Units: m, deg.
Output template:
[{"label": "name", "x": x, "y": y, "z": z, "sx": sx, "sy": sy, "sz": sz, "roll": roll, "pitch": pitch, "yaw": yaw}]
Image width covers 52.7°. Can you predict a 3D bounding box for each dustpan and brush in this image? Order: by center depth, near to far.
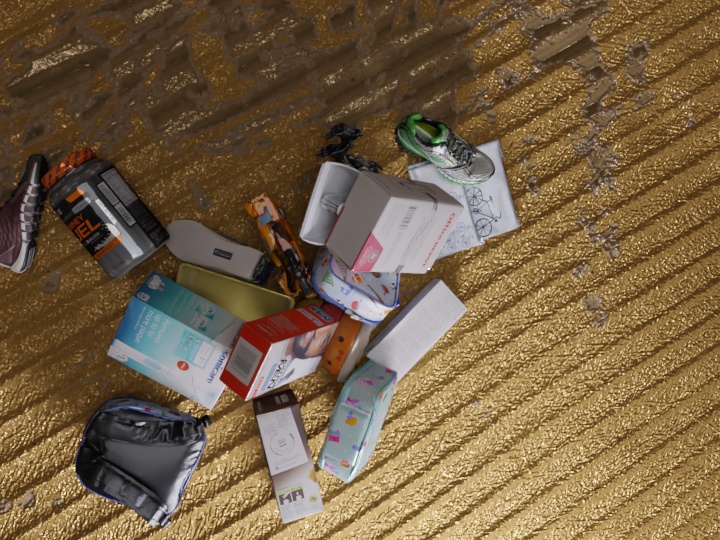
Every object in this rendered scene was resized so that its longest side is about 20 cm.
[{"label": "dustpan and brush", "x": -0.002, "y": -0.104, "z": 1.234, "sx": 0.200, "sy": 0.057, "sz": 0.140, "roll": -3, "pitch": 116, "yaw": -54}]

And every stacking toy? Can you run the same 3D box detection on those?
[{"label": "stacking toy", "x": -0.081, "y": 0.100, "z": 1.318, "sx": 0.199, "sy": 0.146, "sz": 0.147, "roll": 26, "pitch": 88, "yaw": 4}]

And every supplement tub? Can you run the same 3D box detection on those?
[{"label": "supplement tub", "x": -0.424, "y": -0.096, "z": 1.206, "sx": 0.122, "sy": 0.123, "sz": 0.200, "roll": -39, "pitch": 101, "yaw": -7}]

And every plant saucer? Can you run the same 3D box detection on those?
[{"label": "plant saucer", "x": -0.227, "y": 0.084, "z": 1.261, "sx": 0.199, "sy": 0.049, "sz": 0.201, "roll": 18, "pitch": 122, "yaw": -4}]

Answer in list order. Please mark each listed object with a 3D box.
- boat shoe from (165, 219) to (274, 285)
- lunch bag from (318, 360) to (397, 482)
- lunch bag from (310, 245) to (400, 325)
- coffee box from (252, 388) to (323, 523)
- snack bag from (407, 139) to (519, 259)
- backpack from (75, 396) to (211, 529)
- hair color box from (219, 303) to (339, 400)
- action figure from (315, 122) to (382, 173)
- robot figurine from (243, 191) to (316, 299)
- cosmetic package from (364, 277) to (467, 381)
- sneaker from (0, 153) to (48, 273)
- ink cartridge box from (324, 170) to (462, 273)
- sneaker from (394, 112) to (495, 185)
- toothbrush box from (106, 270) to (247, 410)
[{"label": "boat shoe", "x": -0.246, "y": -0.025, "z": 1.284, "sx": 0.199, "sy": 0.093, "sz": 0.075, "roll": 24, "pitch": 82, "yaw": 16}, {"label": "lunch bag", "x": -0.003, "y": 0.269, "z": 1.307, "sx": 0.077, "sy": 0.160, "sz": 0.201, "roll": 22, "pitch": 108, "yaw": 12}, {"label": "lunch bag", "x": 0.000, "y": 0.000, "z": 1.282, "sx": 0.160, "sy": 0.200, "sz": 0.076, "roll": 32, "pitch": 128, "yaw": -17}, {"label": "coffee box", "x": -0.132, "y": 0.331, "z": 1.313, "sx": 0.079, "sy": 0.114, "sz": 0.201, "roll": -14, "pitch": 98, "yaw": -11}, {"label": "snack bag", "x": 0.204, "y": -0.137, "z": 1.402, "sx": 0.199, "sy": 0.021, "sz": 0.189, "roll": -18, "pitch": 98, "yaw": -11}, {"label": "backpack", "x": -0.379, "y": 0.304, "z": 1.235, "sx": 0.190, "sy": 0.154, "sz": 0.201, "roll": 25, "pitch": 82, "yaw": -22}, {"label": "hair color box", "x": -0.127, "y": 0.128, "z": 1.180, "sx": 0.064, "sy": 0.200, "sz": 0.111, "roll": 34, "pitch": 111, "yaw": 20}, {"label": "action figure", "x": -0.013, "y": -0.165, "z": 1.304, "sx": 0.102, "sy": 0.119, "sz": 0.200, "roll": -7, "pitch": 139, "yaw": 23}, {"label": "robot figurine", "x": -0.135, "y": -0.037, "z": 1.276, "sx": 0.058, "sy": 0.145, "sz": 0.201, "roll": -25, "pitch": 92, "yaw": 1}, {"label": "cosmetic package", "x": 0.103, "y": 0.114, "z": 1.383, "sx": 0.200, "sy": 0.051, "sz": 0.083, "roll": -44, "pitch": 100, "yaw": -6}, {"label": "sneaker", "x": -0.588, "y": -0.102, "z": 1.193, "sx": 0.115, "sy": 0.076, "sz": 0.201, "roll": 12, "pitch": 92, "yaw": -11}, {"label": "ink cartridge box", "x": 0.059, "y": -0.075, "z": 1.219, "sx": 0.200, "sy": 0.083, "sz": 0.147, "roll": 2, "pitch": 124, "yaw": -48}, {"label": "sneaker", "x": 0.158, "y": -0.221, "z": 1.336, "sx": 0.199, "sy": 0.085, "sz": 0.078, "roll": 25, "pitch": 79, "yaw": -6}, {"label": "toothbrush box", "x": -0.296, "y": 0.118, "z": 1.210, "sx": 0.200, "sy": 0.085, "sz": 0.147, "roll": 30, "pitch": 122, "yaw": -8}]
